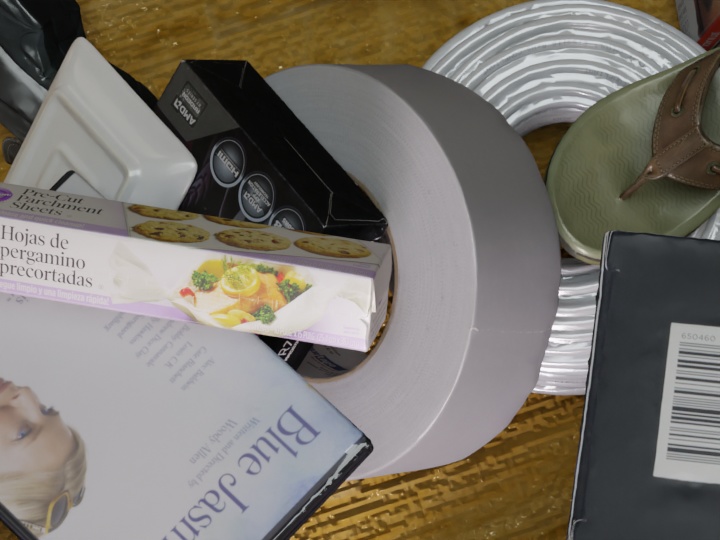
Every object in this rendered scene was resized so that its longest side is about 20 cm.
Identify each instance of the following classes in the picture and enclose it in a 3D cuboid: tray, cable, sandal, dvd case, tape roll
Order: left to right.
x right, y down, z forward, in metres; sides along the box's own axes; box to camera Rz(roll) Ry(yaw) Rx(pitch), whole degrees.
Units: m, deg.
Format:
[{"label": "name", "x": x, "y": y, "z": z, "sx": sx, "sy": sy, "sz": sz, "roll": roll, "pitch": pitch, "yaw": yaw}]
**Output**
[{"label": "tray", "x": -0.155, "y": -0.005, "z": 1.467, "sx": 0.107, "sy": 0.022, "sz": 0.200, "roll": 46, "pitch": 121, "yaw": 31}, {"label": "dvd case", "x": -0.113, "y": 0.066, "z": 1.376, "sx": 0.200, "sy": 0.018, "sz": 0.143, "roll": 41, "pitch": 81, "yaw": 17}, {"label": "tape roll", "x": 0.000, "y": 0.000, "z": 1.450, "sx": 0.200, "sy": 0.066, "sz": 0.201, "roll": 3, "pitch": 95, "yaw": 42}, {"label": "cable", "x": 0.105, "y": -0.037, "z": 1.508, "sx": 0.200, "sy": 0.069, "sz": 0.200, "roll": 35, "pitch": 82, "yaw": 8}, {"label": "sandal", "x": 0.175, "y": -0.075, "z": 1.447, "sx": 0.201, "sy": 0.057, "sz": 0.080, "roll": -30, "pitch": 80, "yaw": -2}]

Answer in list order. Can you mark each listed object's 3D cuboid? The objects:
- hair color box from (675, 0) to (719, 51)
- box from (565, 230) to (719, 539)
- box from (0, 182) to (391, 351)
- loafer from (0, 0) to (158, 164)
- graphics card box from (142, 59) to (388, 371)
[{"label": "hair color box", "x": 0.186, "y": -0.221, "z": 1.516, "sx": 0.064, "sy": 0.111, "sz": 0.200, "roll": -9, "pitch": 78, "yaw": -11}, {"label": "box", "x": 0.151, "y": 0.091, "z": 1.293, "sx": 0.107, "sy": 0.200, "sz": 0.149, "roll": 5, "pitch": 67, "yaw": 9}, {"label": "box", "x": -0.086, "y": -0.003, "z": 1.358, "sx": 0.200, "sy": 0.041, "sz": 0.039, "roll": 9, "pitch": 114, "yaw": 11}, {"label": "loafer", "x": -0.152, "y": -0.077, "z": 1.536, "sx": 0.072, "sy": 0.073, "sz": 0.200, "roll": -39, "pitch": 83, "yaw": 24}, {"label": "graphics card box", "x": -0.081, "y": 0.012, "z": 1.447, "sx": 0.125, "sy": 0.051, "sz": 0.200, "roll": 51, "pitch": 122, "yaw": 29}]
